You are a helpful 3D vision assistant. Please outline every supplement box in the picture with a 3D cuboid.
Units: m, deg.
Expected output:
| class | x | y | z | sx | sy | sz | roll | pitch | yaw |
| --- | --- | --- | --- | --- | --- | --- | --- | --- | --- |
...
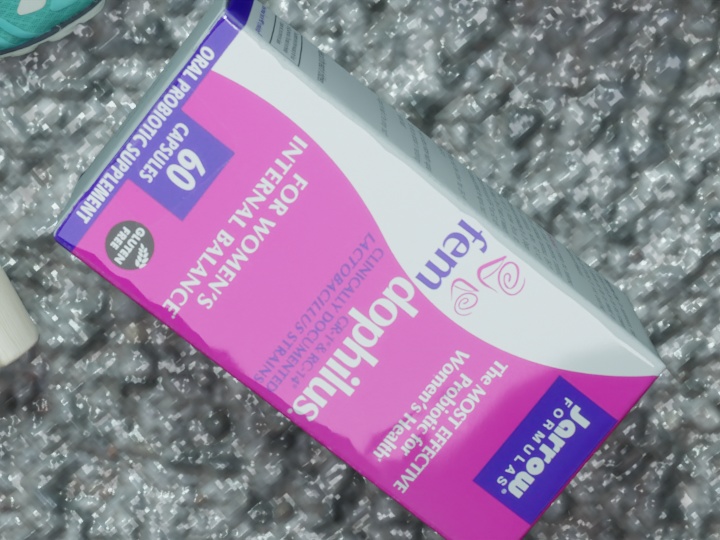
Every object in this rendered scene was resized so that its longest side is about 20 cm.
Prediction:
| class | x | y | z | sx | sy | sz | roll | pitch | yaw |
| --- | --- | --- | --- | --- | --- | --- | --- | --- | --- |
| supplement box | 0.000 | 0.000 | 0.780 | 0.200 | 0.103 | 0.101 | 37 | 99 | -9 |

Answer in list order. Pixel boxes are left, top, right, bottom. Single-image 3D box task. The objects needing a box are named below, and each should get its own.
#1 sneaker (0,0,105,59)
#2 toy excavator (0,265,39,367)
| class | x | y | z | sx | sy | sz | roll | pitch | yaw |
| --- | --- | --- | --- | --- | --- | --- | --- | --- | --- |
| sneaker | -0.172 | -0.101 | 0.768 | 0.199 | 0.080 | 0.078 | -16 | 102 | 3 |
| toy excavator | -0.234 | 0.078 | 0.790 | 0.199 | 0.194 | 0.100 | -21 | 103 | 33 |
